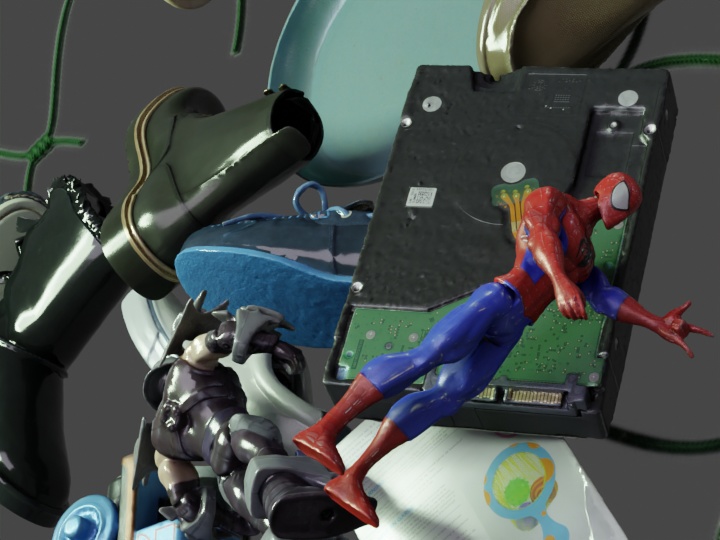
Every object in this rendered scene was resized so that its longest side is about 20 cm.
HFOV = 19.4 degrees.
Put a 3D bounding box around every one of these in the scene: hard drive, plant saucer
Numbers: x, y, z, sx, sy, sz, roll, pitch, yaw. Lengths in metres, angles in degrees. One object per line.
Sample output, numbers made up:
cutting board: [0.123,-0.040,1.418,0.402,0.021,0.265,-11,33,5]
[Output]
hard drive: [0.072,-0.014,1.036,0.138,0.038,0.201,2,54,21]
plant saucer: [0.026,-0.135,1.231,0.199,0.027,0.202,-26,50,35]

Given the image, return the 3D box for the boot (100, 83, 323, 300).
boot: [-0.070,-0.077,1.235,0.138,0.077,0.201,-37,26,23]

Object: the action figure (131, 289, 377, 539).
action figure: [-0.058,0.093,1.053,0.200,0.069,0.131,44,132,50]

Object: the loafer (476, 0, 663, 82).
loafer: [0.137,-0.167,1.095,0.201,0.076,0.067,-54,33,7]

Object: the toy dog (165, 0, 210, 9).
toy dog: [-0.113,-0.278,1.411,0.131,0.096,0.201,8,72,48]

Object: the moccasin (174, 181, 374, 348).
moccasin: [0.000,0.000,1.127,0.198,0.081,0.068,8,49,20]

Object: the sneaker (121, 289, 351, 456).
sneaker: [-0.066,0.060,1.181,0.071,0.073,0.200,-43,48,0]

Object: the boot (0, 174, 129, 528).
boot: [-0.188,0.043,1.309,0.163,0.073,0.198,-51,36,10]

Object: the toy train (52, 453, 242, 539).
toy train: [-0.105,0.192,1.122,0.114,0.087,0.201,-20,50,26]

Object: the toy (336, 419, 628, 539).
toy: [0.068,0.132,1.001,0.115,0.047,0.201,-41,45,12]

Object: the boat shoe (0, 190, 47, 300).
boat shoe: [-0.284,0.022,1.414,0.200,0.075,0.062,-48,20,0]

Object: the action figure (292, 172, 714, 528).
action figure: [0.074,0.036,0.934,0.099,0.065,0.200,28,68,40]
